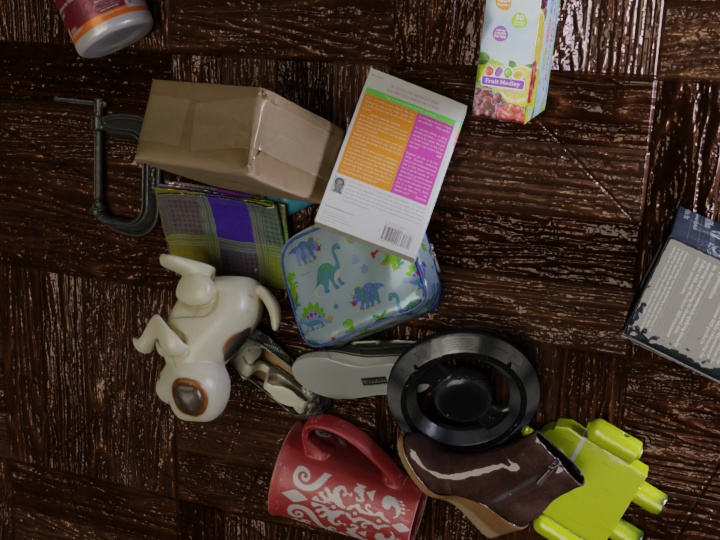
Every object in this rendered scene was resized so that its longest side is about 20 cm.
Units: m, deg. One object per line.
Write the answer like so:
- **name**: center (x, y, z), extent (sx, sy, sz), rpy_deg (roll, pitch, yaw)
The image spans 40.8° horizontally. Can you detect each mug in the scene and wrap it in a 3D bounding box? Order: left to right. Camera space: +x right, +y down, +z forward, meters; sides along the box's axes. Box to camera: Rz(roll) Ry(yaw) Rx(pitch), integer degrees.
- **mug**: center (-0.014, 0.291, 1.301), extent (0.196, 0.178, 0.136), rpy_deg (17, 69, 13)

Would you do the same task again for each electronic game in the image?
- **electronic game**: center (0.131, 0.157, 1.239), extent (0.195, 0.042, 0.203), rpy_deg (2, 125, 3)

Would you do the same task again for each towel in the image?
- **towel**: center (-0.190, -0.046, 1.340), extent (0.196, 0.023, 0.146), rpy_deg (11, 126, 19)

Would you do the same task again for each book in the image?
- **book**: center (0.039, -0.128, 1.187), extent (0.131, 0.048, 0.204), rpy_deg (20, 80, 6)

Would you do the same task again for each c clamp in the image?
- **c clamp**: center (-0.360, -0.152, 1.410), extent (0.167, 0.027, 0.205), rpy_deg (2, 102, 16)

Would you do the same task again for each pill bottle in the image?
- **pill bottle**: center (-0.368, -0.402, 1.300), extent (0.113, 0.114, 0.203), rpy_deg (-23, 93, 25)

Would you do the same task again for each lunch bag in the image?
- **lunch bag**: center (0.000, 0.000, 1.256), extent (0.197, 0.082, 0.164), rpy_deg (-23, 80, 24)

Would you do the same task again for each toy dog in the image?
- **toy dog**: center (-0.209, 0.104, 1.315), extent (0.190, 0.140, 0.204), rpy_deg (14, 80, 7)

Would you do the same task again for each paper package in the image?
- **paper package**: center (-0.146, -0.157, 1.201), extent (0.197, 0.189, 0.106), rpy_deg (11, 87, 34)

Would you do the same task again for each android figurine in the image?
- **android figurine**: center (0.284, 0.272, 1.241), extent (0.198, 0.041, 0.184), rpy_deg (31, 112, 10)

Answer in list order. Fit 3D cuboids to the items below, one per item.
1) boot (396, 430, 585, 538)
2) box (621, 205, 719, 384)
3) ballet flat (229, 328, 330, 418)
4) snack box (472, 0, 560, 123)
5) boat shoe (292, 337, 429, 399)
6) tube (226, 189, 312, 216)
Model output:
- **boot**: center (0.161, 0.239, 1.215), extent (0.199, 0.073, 0.166), rpy_deg (41, 122, -10)
- **box**: center (0.404, 0.037, 1.047), extent (0.194, 0.200, 0.126), rpy_deg (27, 110, 13)
- **ballet flat**: center (-0.131, 0.139, 1.360), extent (0.199, 0.072, 0.073), rpy_deg (34, 113, 11)
- **snack box**: center (0.181, -0.277, 1.080), extent (0.066, 0.168, 0.205), rpy_deg (11, 106, 15)
- **boat shoe**: center (0.006, 0.128, 1.306), extent (0.195, 0.064, 0.072), rpy_deg (0, 125, 17)
- **tube**: center (-0.094, -0.109, 1.302), extent (0.197, 0.050, 0.079), rpy_deg (-20, 83, 29)
